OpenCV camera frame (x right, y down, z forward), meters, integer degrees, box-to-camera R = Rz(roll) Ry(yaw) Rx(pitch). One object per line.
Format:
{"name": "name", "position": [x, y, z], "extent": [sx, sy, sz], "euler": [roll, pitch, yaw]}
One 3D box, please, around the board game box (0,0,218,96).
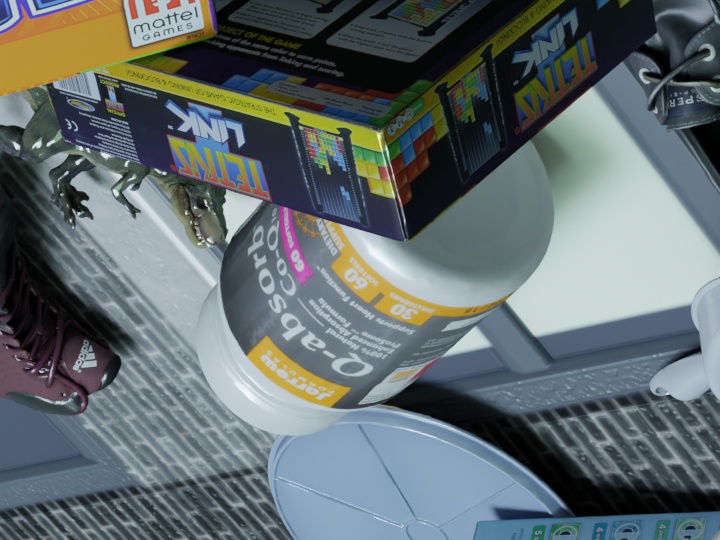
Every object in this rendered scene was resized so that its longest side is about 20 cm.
{"name": "board game box", "position": [-0.186, -0.199, 1.011], "extent": [0.199, 0.200, 0.200], "euler": [-16, 138, -7]}

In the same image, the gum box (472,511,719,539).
{"name": "gum box", "position": [0.176, 0.201, 1.406], "extent": [0.199, 0.045, 0.170], "euler": [-5, 132, 22]}

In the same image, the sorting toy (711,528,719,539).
{"name": "sorting toy", "position": [0.246, 0.165, 1.263], "extent": [0.180, 0.200, 0.107], "euler": [35, 176, 2]}

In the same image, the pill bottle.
{"name": "pill bottle", "position": [0.000, 0.000, 1.259], "extent": [0.116, 0.117, 0.200], "euler": [35, 143, -7]}

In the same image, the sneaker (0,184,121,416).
{"name": "sneaker", "position": [-0.183, 0.021, 1.460], "extent": [0.115, 0.076, 0.200], "euler": [25, 155, -2]}

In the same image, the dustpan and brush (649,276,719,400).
{"name": "dustpan and brush", "position": [0.193, 0.041, 1.225], "extent": [0.139, 0.057, 0.200], "euler": [19, 148, -22]}

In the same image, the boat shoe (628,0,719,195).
{"name": "boat shoe", "position": [0.149, -0.078, 1.102], "extent": [0.070, 0.066, 0.200], "euler": [-8, 130, 40]}

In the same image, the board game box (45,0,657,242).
{"name": "board game box", "position": [-0.007, -0.096, 1.068], "extent": [0.200, 0.165, 0.057], "euler": [18, 134, 40]}

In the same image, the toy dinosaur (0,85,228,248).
{"name": "toy dinosaur", "position": [-0.157, -0.069, 1.347], "extent": [0.200, 0.048, 0.088], "euler": [36, 129, -7]}

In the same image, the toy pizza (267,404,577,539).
{"name": "toy pizza", "position": [0.042, 0.138, 1.466], "extent": [0.199, 0.032, 0.201], "euler": [18, 142, 14]}
